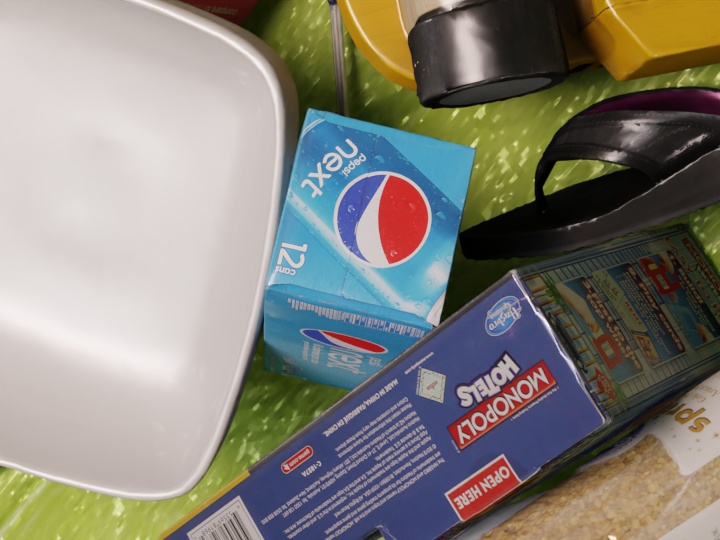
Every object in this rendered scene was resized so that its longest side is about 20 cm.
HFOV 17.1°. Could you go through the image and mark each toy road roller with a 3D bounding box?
[{"bbox_3d":[0.087,-0.130,0.926,0.198,0.146,0.124,-11,86,-6],"label":"toy road roller"}]

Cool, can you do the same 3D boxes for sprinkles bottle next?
[{"bbox_3d":[0.106,0.086,0.825,0.199,0.068,0.068,-32,72,-15],"label":"sprinkles bottle"}]

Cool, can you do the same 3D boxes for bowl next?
[{"bbox_3d":[-0.119,-0.026,0.958,0.199,0.075,0.201,18,108,13],"label":"bowl"}]

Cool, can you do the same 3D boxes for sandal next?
[{"bbox_3d":[0.127,-0.051,0.915,0.199,0.075,0.048,-19,98,22],"label":"sandal"}]

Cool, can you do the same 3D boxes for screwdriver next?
[{"bbox_3d":[-0.006,-0.097,1.022,0.029,0.028,0.202,-9,90,2],"label":"screwdriver"}]

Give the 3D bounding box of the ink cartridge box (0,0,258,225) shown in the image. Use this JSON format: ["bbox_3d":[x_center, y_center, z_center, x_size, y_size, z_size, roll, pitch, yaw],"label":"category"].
[{"bbox_3d":[-0.146,-0.114,1.046,0.145,0.083,0.200,46,113,20],"label":"ink cartridge box"}]

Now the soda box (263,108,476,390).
[{"bbox_3d":[0.000,0.000,0.914,0.064,0.200,0.068,13,79,-1],"label":"soda box"}]

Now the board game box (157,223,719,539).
[{"bbox_3d":[0.056,0.052,0.897,0.200,0.199,0.062,-38,79,36],"label":"board game box"}]

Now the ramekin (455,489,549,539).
[{"bbox_3d":[0.086,0.171,0.879,0.199,0.201,0.098,-12,117,31],"label":"ramekin"}]
